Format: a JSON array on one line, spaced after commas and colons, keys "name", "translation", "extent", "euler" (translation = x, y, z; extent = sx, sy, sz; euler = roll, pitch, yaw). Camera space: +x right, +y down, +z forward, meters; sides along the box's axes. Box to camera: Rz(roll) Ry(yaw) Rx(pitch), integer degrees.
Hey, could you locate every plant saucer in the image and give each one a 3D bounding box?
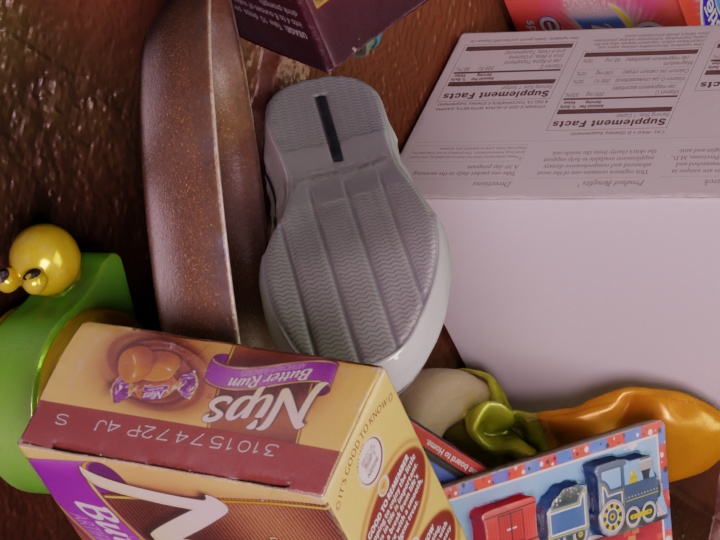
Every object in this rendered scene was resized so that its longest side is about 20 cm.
[{"name": "plant saucer", "translation": [-0.055, -0.012, 0.988], "extent": [0.200, 0.032, 0.201], "euler": [-5, 90, -88]}]

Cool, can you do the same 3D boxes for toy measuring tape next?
[{"name": "toy measuring tape", "translation": [-0.096, 0.079, 0.961], "extent": [0.074, 0.073, 0.200], "euler": [-40, 124, -50]}]

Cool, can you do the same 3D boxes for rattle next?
[{"name": "rattle", "translation": [0.055, 0.125, 1.144], "extent": [0.200, 0.143, 0.130], "euler": [-38, 142, -58]}]

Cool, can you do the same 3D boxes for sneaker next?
[{"name": "sneaker", "translation": [0.000, 0.000, 1.038], "extent": [0.200, 0.073, 0.071], "euler": [-94, 173, -57]}]

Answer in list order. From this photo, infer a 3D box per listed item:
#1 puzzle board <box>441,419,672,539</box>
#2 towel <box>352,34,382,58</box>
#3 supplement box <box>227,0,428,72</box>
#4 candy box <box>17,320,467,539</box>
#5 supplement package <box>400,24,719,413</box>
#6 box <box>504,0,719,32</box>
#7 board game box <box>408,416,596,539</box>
[{"name": "puzzle board", "translation": [0.061, 0.155, 1.089], "extent": [0.200, 0.017, 0.151], "euler": [-13, 102, -39]}, {"name": "towel", "translation": [0.001, -0.210, 1.148], "extent": [0.147, 0.022, 0.200], "euler": [54, 47, -44]}, {"name": "supplement box", "translation": [-0.029, -0.190, 1.000], "extent": [0.110, 0.086, 0.200], "euler": [-38, 124, -19]}, {"name": "candy box", "translation": [-0.022, 0.104, 0.918], "extent": [0.057, 0.116, 0.200], "euler": [-64, 148, -30]}, {"name": "supplement package", "translation": [0.138, -0.016, 1.204], "extent": [0.111, 0.200, 0.156], "euler": [-62, 139, -35]}, {"name": "box", "translation": [0.138, -0.131, 1.298], "extent": [0.100, 0.095, 0.200], "euler": [-58, 137, -38]}, {"name": "board game box", "translation": [0.030, 0.128, 1.103], "extent": [0.200, 0.019, 0.103], "euler": [34, 91, -37]}]
